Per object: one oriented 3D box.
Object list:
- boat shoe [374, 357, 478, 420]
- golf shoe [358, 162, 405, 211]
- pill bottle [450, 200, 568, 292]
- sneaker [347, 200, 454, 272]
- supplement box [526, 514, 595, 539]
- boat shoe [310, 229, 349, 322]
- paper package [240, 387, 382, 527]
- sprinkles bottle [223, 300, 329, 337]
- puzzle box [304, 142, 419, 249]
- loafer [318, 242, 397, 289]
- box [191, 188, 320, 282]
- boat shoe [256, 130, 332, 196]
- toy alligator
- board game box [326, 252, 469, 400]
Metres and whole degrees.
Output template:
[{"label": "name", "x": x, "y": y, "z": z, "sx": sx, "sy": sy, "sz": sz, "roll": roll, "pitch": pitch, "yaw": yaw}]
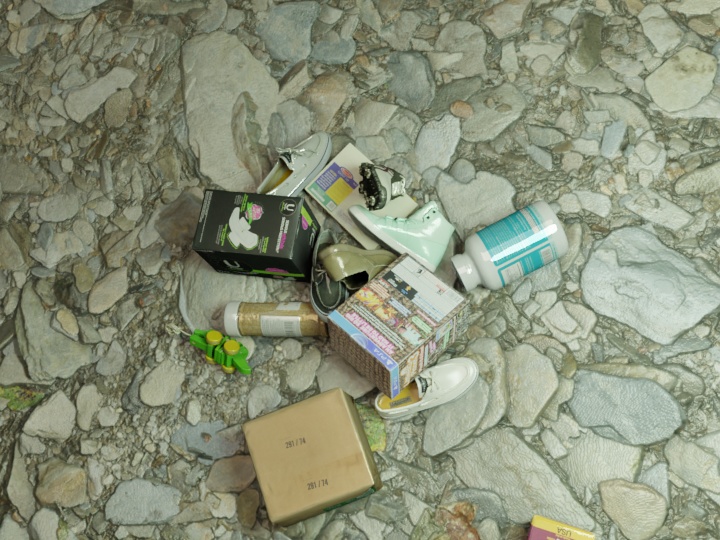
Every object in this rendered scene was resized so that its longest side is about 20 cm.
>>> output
[{"label": "boat shoe", "x": 0.116, "y": 0.207, "z": 1.494, "sx": 0.198, "sy": 0.070, "sz": 0.072, "roll": -21, "pitch": 70, "yaw": 5}, {"label": "golf shoe", "x": 0.046, "y": -0.159, "z": 1.538, "sx": 0.087, "sy": 0.200, "sz": 0.078, "roll": 2, "pitch": 108, "yaw": -6}, {"label": "pill bottle", "x": 0.264, "y": -0.036, "z": 1.517, "sx": 0.198, "sy": 0.111, "sz": 0.112, "roll": -26, "pitch": 70, "yaw": 2}, {"label": "sneaker", "x": 0.079, "y": -0.095, "z": 1.570, "sx": 0.199, "sy": 0.074, "sz": 0.119, "roll": 32, "pitch": 85, "yaw": -8}, {"label": "supplement box", "x": 0.299, "y": 0.501, "z": 1.334, "sx": 0.102, "sy": 0.131, "sz": 0.202, "roll": 14, "pitch": 77, "yaw": 15}, {"label": "boat shoe", "x": -0.064, "y": 0.007, "z": 1.553, "sx": 0.071, "sy": 0.071, "sz": 0.201, "roll": -10, "pitch": 47, "yaw": -2}, {"label": "paper package", "x": -0.085, "y": 0.328, "z": 1.481, "sx": 0.198, "sy": 0.104, "sz": 0.192, "roll": -22, "pitch": 72, "yaw": 4}, {"label": "sprinkles bottle", "x": -0.155, "y": 0.092, "z": 1.587, "sx": 0.197, "sy": 0.068, "sz": 0.069, "roll": 0, "pitch": 73, "yaw": 11}, {"label": "puzzle box", "x": 0.001, "y": -0.142, "z": 1.649, "sx": 0.133, "sy": 0.025, "sz": 0.200, "roll": -44, "pitch": 70, "yaw": -3}, {"label": "loafer", "x": 0.000, "y": 0.000, "z": 1.525, "sx": 0.076, "sy": 0.199, "sz": 0.068, "roll": -24, "pitch": 69, "yaw": 38}, {"label": "box", "x": -0.193, "y": -0.064, "z": 1.599, "sx": 0.198, "sy": 0.149, "sz": 0.126, "roll": 7, "pitch": 73, "yaw": 14}, {"label": "boat shoe", "x": -0.137, "y": -0.212, "z": 1.654, "sx": 0.074, "sy": 0.086, "sz": 0.202, "roll": 29, "pitch": 73, "yaw": 37}, {"label": "toy alligator", "x": -0.280, "y": 0.137, "z": 1.609, "sx": 0.199, "sy": 0.060, "sz": 0.054, "roll": 26, "pitch": 38, "yaw": 19}, {"label": "board game box", "x": 0.068, "y": 0.094, "z": 1.480, "sx": 0.199, "sy": 0.097, "sz": 0.159, "roll": -38, "pitch": 58, "yaw": -23}]
